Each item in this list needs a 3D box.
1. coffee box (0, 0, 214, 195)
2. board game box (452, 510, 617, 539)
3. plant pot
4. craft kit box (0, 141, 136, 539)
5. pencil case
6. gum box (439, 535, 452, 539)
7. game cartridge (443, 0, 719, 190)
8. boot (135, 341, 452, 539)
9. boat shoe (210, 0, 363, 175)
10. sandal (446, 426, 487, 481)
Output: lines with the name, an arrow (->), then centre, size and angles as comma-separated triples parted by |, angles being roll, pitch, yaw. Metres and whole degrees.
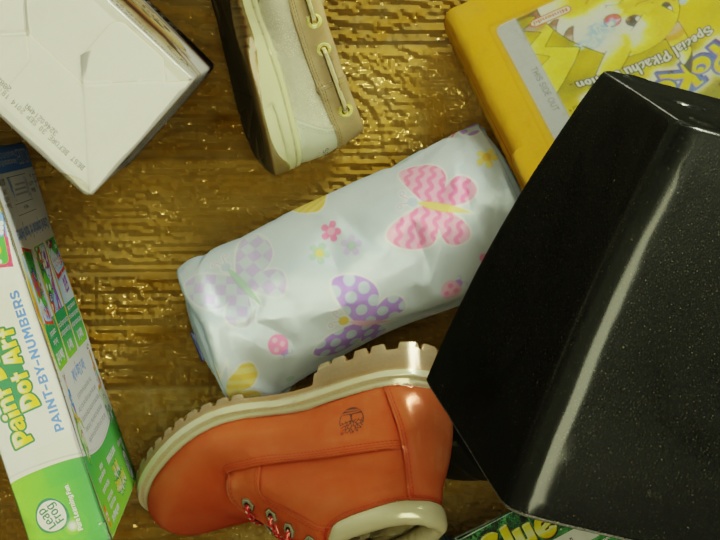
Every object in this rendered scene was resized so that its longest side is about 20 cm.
coffee box -> -0.143, -0.111, 1.269 | 0.113, 0.200, 0.080 | 43, 95, -5
board game box -> 0.156, 0.148, 1.350 | 0.199, 0.023, 0.105 | -25, 83, -17
plant pot -> 0.163, 0.018, 1.149 | 0.198, 0.200, 0.179 | 14, 101, -13
craft kit box -> -0.168, 0.035, 1.278 | 0.048, 0.200, 0.199 | -21, 93, 0
pencil case -> 0.000, 0.000, 1.340 | 0.199, 0.083, 0.091 | -26, 83, -1
gum box -> 0.028, 0.235, 1.369 | 0.199, 0.045, 0.171 | 31, 92, -3
game cartridge -> 0.154, -0.098, 1.300 | 0.175, 0.201, 0.033 | -23, 136, -1
boot -> -0.037, 0.118, 1.302 | 0.199, 0.075, 0.108 | -23, 59, 31
boat shoe -> -0.044, -0.155, 1.331 | 0.066, 0.074, 0.202 | -17, 112, -15
sandal -> 0.086, 0.085, 1.318 | 0.055, 0.199, 0.082 | -53, 127, -23
